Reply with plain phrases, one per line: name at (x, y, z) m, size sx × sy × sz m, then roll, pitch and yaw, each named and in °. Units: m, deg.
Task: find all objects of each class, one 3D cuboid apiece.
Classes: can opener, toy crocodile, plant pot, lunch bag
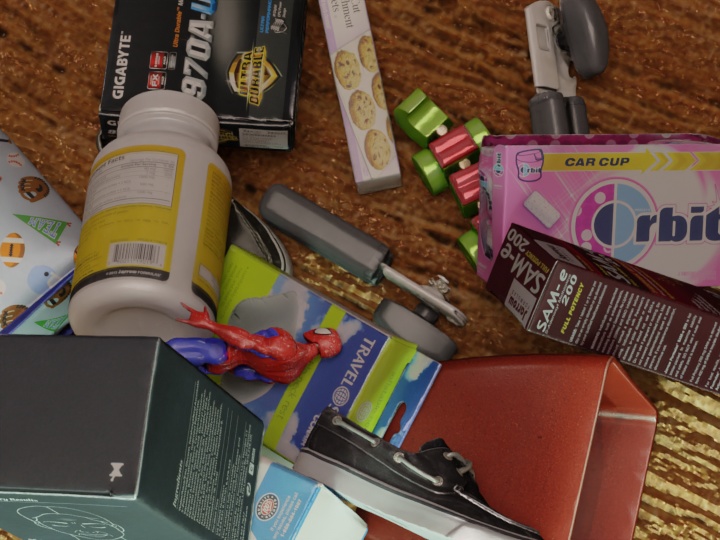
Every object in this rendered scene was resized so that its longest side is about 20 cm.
can opener at (0.174, -0.131, 1.741) m, size 0.067 × 0.053 × 0.201 m, roll -20°, pitch 72°, yaw 43°
toy crocodile at (0.096, -0.062, 1.737) m, size 0.067 × 0.062 × 0.200 m, roll -30°, pitch 77°, yaw -2°
can opener at (0.000, 0.000, 1.736) m, size 0.200 × 0.053 × 0.067 m, roll 35°, pitch 83°, yaw 12°
plant pot at (0.106, 0.166, 1.627) m, size 0.176 × 0.200 × 0.200 m, roll 10°, pitch 78°, yaw 21°
lunch bag at (-0.320, 0.004, 1.723) m, size 0.200 × 0.124 × 0.170 m, roll -39°, pitch 73°, yaw -9°

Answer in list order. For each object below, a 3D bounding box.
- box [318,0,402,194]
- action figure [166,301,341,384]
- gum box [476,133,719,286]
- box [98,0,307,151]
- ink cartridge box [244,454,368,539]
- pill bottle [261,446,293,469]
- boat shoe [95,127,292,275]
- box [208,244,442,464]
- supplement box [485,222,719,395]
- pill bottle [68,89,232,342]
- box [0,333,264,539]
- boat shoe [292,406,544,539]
box at (-0.003, -0.164, 1.782) m, size 0.041 × 0.039 × 0.201 m, roll -11°, pitch 76°, yaw 1°
action figure at (-0.113, 0.061, 1.565) m, size 0.199 × 0.065 × 0.052 m, roll -3°, pitch 59°, yaw -1°
gum box at (0.186, -0.047, 1.676) m, size 0.199 × 0.066 × 0.114 m, roll -1°, pitch 101°, yaw -14°
box at (-0.125, -0.197, 1.767) m, size 0.158 × 0.046 × 0.200 m, roll 4°, pitch 62°, yaw 1°
ink cartridge box at (-0.121, 0.185, 1.547) m, size 0.200 × 0.125 × 0.129 m, roll 23°, pitch 79°, yaw 24°
pill bottle at (-0.123, 0.222, 1.666) m, size 0.112 × 0.112 × 0.200 m, roll 26°, pitch 80°, yaw 10°
boat shoe at (-0.141, -0.047, 1.754) m, size 0.200 × 0.064 × 0.071 m, roll 38°, pitch 83°, yaw 12°
box at (-0.047, 0.076, 1.618) m, size 0.200 × 0.048 × 0.122 m, roll 29°, pitch 93°, yaw 36°
supplement box at (0.205, 0.033, 1.606) m, size 0.200 × 0.109 × 0.061 m, roll 18°, pitch 101°, yaw -19°
pill bottle at (-0.158, -0.036, 1.647) m, size 0.112 × 0.112 × 0.200 m, roll 1°, pitch 56°, yaw 5°
box at (-0.169, 0.121, 1.405) m, size 0.148 × 0.200 × 0.107 m, roll 1°, pitch 71°, yaw 18°
boat shoe at (0.050, 0.152, 1.508) m, size 0.200 × 0.072 × 0.068 m, roll 21°, pitch 80°, yaw 24°
